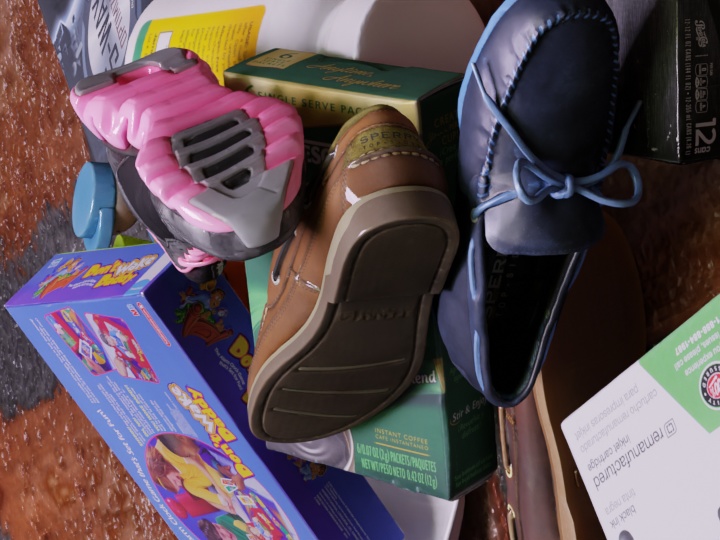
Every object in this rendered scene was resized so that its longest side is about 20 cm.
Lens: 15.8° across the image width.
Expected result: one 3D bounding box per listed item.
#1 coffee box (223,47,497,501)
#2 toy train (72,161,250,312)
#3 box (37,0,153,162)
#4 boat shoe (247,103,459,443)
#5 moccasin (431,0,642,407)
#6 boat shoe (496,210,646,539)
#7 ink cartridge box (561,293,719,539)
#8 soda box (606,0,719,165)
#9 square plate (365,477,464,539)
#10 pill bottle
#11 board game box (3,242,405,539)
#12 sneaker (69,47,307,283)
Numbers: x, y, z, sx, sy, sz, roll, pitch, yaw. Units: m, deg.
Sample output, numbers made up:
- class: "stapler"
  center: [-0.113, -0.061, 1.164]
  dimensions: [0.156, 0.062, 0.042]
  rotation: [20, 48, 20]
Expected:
- class: "coffee box"
  center: [0.000, 0.000, 1.225]
  dimensions: [0.123, 0.044, 0.201]
  rotation: [13, 118, 37]
- class: "toy train"
  center: [-0.082, 0.004, 1.392]
  dimensions: [0.200, 0.115, 0.085]
  rotation: [-115, 33, -52]
- class: "box"
  center: [-0.136, -0.180, 1.534]
  dimensions: [0.160, 0.043, 0.201]
  rotation: [-46, 60, 50]
- class: "boat shoe"
  center: [-0.005, 0.005, 1.162]
  dimensions: [0.200, 0.072, 0.068]
  rotation: [122, 142, -49]
- class: "moccasin"
  center: [0.081, -0.028, 1.101]
  dimensions: [0.068, 0.080, 0.200]
  rotation: [-113, 21, -47]
- class: "boat shoe"
  center: [0.091, 0.069, 1.217]
  dimensions: [0.070, 0.070, 0.201]
  rotation: [9, 104, 52]
- class: "ink cartridge box"
  center: [0.184, 0.118, 1.075]
  dimensions: [0.146, 0.084, 0.201]
  rotation: [-46, 60, 51]
- class: "soda box"
  center: [0.136, -0.149, 1.109]
  dimensions: [0.071, 0.063, 0.201]
  rotation: [13, 108, 54]
- class: "square plate"
  center: [-0.017, 0.192, 1.406]
  dimensions: [0.198, 0.028, 0.201]
  rotation: [11, 88, 55]
- class: "pill bottle"
  center: [-0.026, -0.101, 1.320]
  dimensions: [0.200, 0.113, 0.113]
  rotation: [0, 97, 54]
- class: "board game box"
  center: [-0.081, 0.078, 1.350]
  dimensions: [0.134, 0.045, 0.200]
  rotation: [-4, 126, 52]
- class: "sneaker"
  center: [-0.069, -0.033, 1.179]
  dimensions: [0.200, 0.079, 0.096]
  rotation: [-136, 31, -62]
